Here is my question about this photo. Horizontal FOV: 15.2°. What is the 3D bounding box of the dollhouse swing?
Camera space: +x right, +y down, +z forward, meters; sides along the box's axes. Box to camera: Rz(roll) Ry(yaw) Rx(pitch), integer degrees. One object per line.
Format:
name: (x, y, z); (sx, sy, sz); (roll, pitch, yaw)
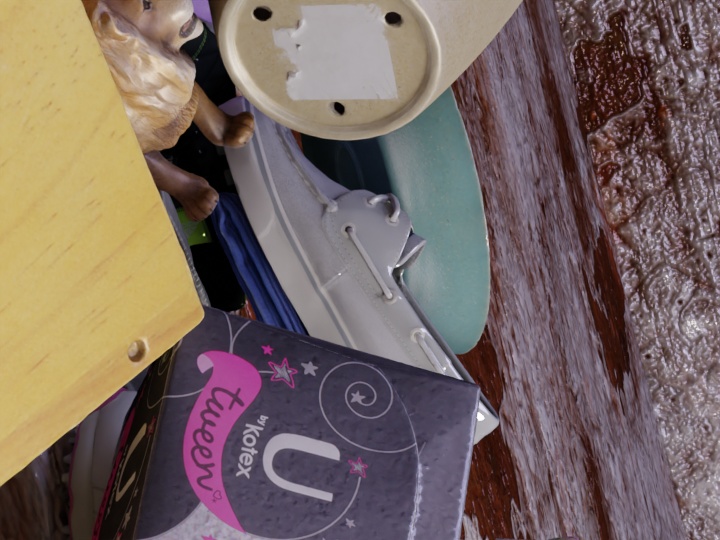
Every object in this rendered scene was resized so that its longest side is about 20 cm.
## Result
dollhouse swing: (-0.177, -0.054, 1.012); (0.182, 0.176, 0.200); (-40, 127, -28)

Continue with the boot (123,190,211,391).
boot: (-0.084, 0.028, 1.294); (0.182, 0.072, 0.200); (-87, 154, -56)

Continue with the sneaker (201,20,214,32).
sneaker: (-0.105, -0.185, 1.418); (0.116, 0.074, 0.200); (59, 20, 12)

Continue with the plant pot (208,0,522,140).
plant pot: (0.006, -0.153, 1.151); (0.200, 0.187, 0.188); (-76, 152, -47)

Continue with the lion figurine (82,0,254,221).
lion figurine: (-0.119, -0.087, 1.154); (0.122, 0.200, 0.073); (37, 78, -35)

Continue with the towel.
towel: (-0.023, 0.034, 1.360); (0.145, 0.024, 0.200); (64, 7, 9)

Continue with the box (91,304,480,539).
box: (-0.041, 0.133, 1.046); (0.115, 0.132, 0.200); (122, -18, -56)

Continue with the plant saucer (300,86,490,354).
plant saucer: (0.009, -0.050, 1.357); (0.200, 0.036, 0.201); (164, -90, -75)

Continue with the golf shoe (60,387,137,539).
golf shoe: (-0.074, 0.141, 1.147); (0.075, 0.091, 0.201); (45, 33, -65)

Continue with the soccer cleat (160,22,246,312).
soccer cleat: (-0.088, -0.058, 1.339); (0.200, 0.067, 0.081); (67, 15, -48)

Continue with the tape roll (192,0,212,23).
tape roll: (-0.078, -0.215, 1.338); (0.200, 0.066, 0.200); (36, 31, -26)

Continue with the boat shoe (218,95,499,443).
boat shoe: (0.000, 0.000, 1.272); (0.200, 0.068, 0.072); (63, 7, 9)

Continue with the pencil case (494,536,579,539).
pencil case: (0.024, 0.167, 1.300); (0.087, 0.199, 0.088); (11, 78, -63)
